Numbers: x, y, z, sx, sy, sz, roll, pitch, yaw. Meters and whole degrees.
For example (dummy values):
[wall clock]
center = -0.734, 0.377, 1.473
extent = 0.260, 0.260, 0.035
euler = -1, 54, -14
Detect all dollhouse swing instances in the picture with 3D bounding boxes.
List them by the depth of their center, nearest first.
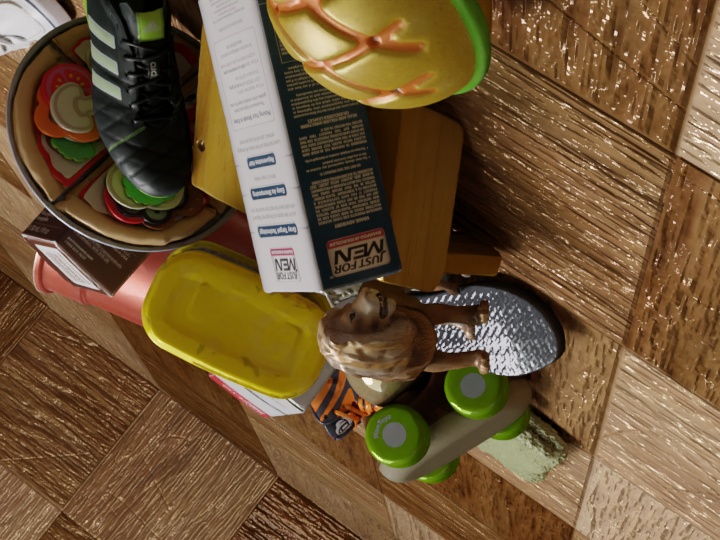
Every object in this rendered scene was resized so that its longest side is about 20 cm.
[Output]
[dollhouse swing]
center = 0.009, -0.090, 1.092
extent = 0.200, 0.176, 0.182
euler = 27, 120, 38

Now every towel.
[towel]
center = 0.118, 0.138, 1.510
extent = 0.200, 0.037, 0.148
euler = 38, 165, 7

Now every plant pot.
[plant pot]
center = -0.191, -0.021, 1.503
extent = 0.195, 0.201, 0.201
euler = 28, 164, 6

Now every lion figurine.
[lion figurine]
center = 0.029, 0.034, 1.103
extent = 0.122, 0.073, 0.200
euler = 0, -171, -2

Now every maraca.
[maraca]
center = 0.002, -0.157, 0.762
extent = 0.137, 0.107, 0.200
euler = 21, 159, 29

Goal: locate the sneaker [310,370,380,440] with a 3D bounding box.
[sneaker]
center = 0.020, 0.152, 1.634
extent = 0.200, 0.112, 0.078
euler = 30, 164, 28

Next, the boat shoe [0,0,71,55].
[boat shoe]
center = -0.335, -0.234, 1.416
extent = 0.074, 0.065, 0.200
euler = 45, 164, -24

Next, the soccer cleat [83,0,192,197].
[soccer cleat]
center = -0.163, -0.153, 1.091
extent = 0.081, 0.067, 0.200
euler = -18, 85, 64

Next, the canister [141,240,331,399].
[canister]
center = -0.094, 0.037, 1.165
extent = 0.148, 0.087, 0.200
euler = 25, 180, -4

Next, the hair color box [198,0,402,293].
[hair color box]
center = -0.040, -0.089, 0.955
extent = 0.100, 0.060, 0.200
euler = -1, 103, 65

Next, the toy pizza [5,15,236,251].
[toy pizza]
center = -0.170, -0.112, 1.147
extent = 0.200, 0.200, 0.032
euler = 40, 149, -8

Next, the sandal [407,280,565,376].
[sandal]
center = 0.088, 0.041, 1.235
extent = 0.200, 0.043, 0.076
euler = 3, 107, 45

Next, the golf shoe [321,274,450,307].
[golf shoe]
center = 0.000, 0.000, 1.281
extent = 0.077, 0.088, 0.200
euler = 48, 161, -28

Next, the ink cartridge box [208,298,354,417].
[ink cartridge box]
center = -0.069, 0.070, 1.536
extent = 0.084, 0.144, 0.200
euler = 38, 166, -7

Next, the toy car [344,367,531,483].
[toy car]
center = 0.048, 0.079, 1.377
extent = 0.200, 0.158, 0.164
euler = 59, -175, 19

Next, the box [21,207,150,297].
[box]
center = -0.185, -0.077, 1.264
extent = 0.075, 0.200, 0.100
euler = 47, 162, -23
